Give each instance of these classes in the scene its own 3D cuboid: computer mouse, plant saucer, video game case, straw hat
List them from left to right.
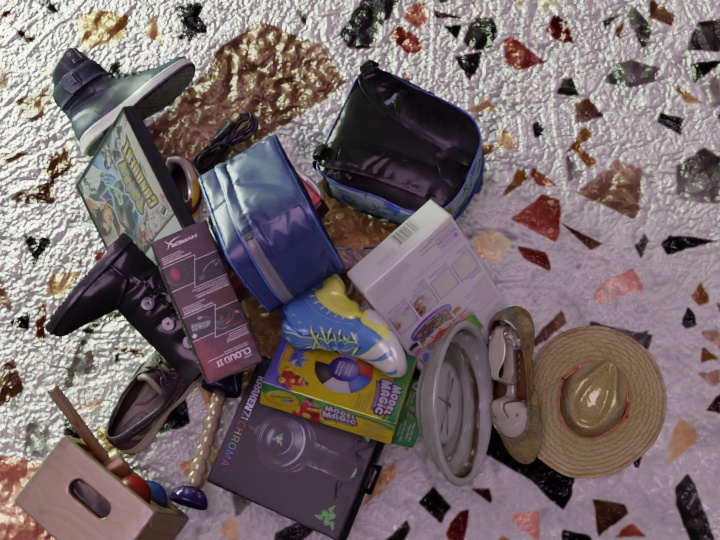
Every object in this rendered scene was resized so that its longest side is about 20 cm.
[{"bbox_3d":[-0.309,-0.088,1.518,0.025,0.181,0.202,-14,68,-43],"label":"video game case"},{"bbox_3d":[-0.131,-0.129,1.557,0.199,0.044,0.110,41,86,14],"label":"computer mouse"},{"bbox_3d":[0.111,0.163,1.383,0.050,0.200,0.203,-1,75,26],"label":"plant saucer"},{"bbox_3d":[0.296,0.161,1.408,0.198,0.085,0.204,-2,75,7],"label":"straw hat"}]

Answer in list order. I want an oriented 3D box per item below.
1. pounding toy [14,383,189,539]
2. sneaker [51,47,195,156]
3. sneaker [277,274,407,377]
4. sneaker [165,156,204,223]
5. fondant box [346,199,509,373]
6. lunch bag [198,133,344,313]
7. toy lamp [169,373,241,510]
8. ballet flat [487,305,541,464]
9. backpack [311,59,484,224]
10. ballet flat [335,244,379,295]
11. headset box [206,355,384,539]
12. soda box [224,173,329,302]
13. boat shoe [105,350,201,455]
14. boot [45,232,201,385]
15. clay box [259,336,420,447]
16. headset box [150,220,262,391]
[{"bbox_3d":[-0.330,0.271,1.408,0.199,0.184,0.143,36,82,14],"label":"pounding toy"},{"bbox_3d":[-0.350,-0.282,1.607,0.201,0.077,0.147,-35,77,-1],"label":"sneaker"},{"bbox_3d":[-0.032,0.080,1.362,0.104,0.076,0.200,-33,52,-17],"label":"sneaker"},{"bbox_3d":[-0.253,-0.055,1.530,0.074,0.090,0.203,-6,75,6],"label":"sneaker"},{"bbox_3d":[0.093,0.033,1.414,0.144,0.201,0.058,-40,35,-5],"label":"fondant box"},{"bbox_3d":[-0.120,-0.059,1.366,0.131,0.136,0.201,-29,46,1],"label":"lunch bag"},{"bbox_3d":[-0.199,0.208,1.464,0.057,0.058,0.203,9,67,9],"label":"toy lamp"},{"bbox_3d":[0.189,0.147,1.412,0.069,0.071,0.203,-2,92,7],"label":"ballet flat"},{"bbox_3d":[0.063,-0.148,1.484,0.198,0.147,0.185,24,78,16],"label":"backpack"},{"bbox_3d":[0.000,0.000,1.502,0.197,0.068,0.068,-1,79,17],"label":"ballet flat"},{"bbox_3d":[-0.067,0.233,1.432,0.198,0.093,0.176,22,80,11],"label":"headset box"},{"bbox_3d":[-0.136,-0.040,1.486,0.070,0.063,0.200,43,88,14],"label":"soda box"},{"bbox_3d":[-0.272,0.153,1.492,0.071,0.065,0.201,33,81,15],"label":"boat shoe"},{"bbox_3d":[-0.286,0.077,1.457,0.200,0.066,0.165,42,87,-7],"label":"boot"},{"bbox_3d":[-0.013,0.139,1.379,0.197,0.048,0.116,15,44,7],"label":"clay box"},{"bbox_3d":[-0.185,0.053,1.368,0.074,0.149,0.202,-23,89,-10],"label":"headset box"}]
